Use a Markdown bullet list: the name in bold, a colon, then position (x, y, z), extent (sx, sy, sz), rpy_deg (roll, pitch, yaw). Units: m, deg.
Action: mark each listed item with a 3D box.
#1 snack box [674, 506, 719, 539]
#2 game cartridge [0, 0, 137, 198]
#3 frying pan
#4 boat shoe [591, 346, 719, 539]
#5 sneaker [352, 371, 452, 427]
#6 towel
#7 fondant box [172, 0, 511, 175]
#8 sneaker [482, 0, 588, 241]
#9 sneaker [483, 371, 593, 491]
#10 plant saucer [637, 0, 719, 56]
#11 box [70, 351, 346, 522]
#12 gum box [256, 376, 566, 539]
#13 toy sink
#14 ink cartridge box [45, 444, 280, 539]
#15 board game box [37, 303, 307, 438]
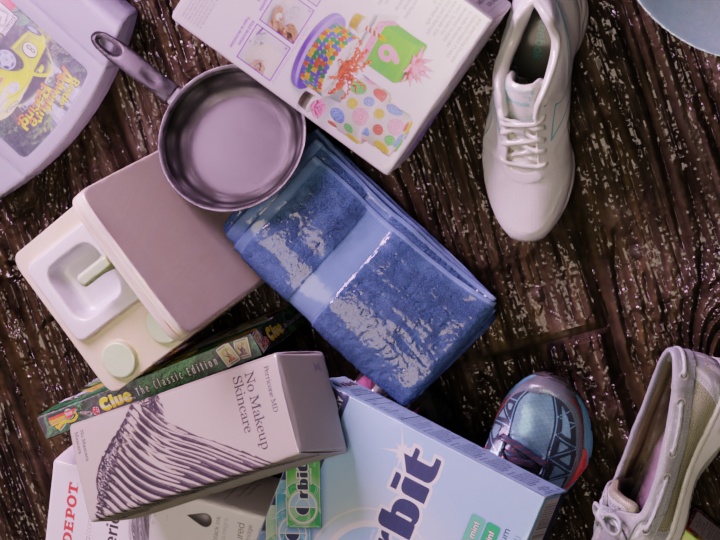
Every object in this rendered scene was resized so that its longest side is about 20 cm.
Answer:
- **snack box**: position (0.240, 0.299, 1.750), extent (0.142, 0.053, 0.200), rpy_deg (42, 114, 6)
- **game cartridge**: position (-0.267, -0.157, 1.812), extent (0.133, 0.041, 0.200), rpy_deg (39, 114, 1)
- **frying pan**: position (-0.129, -0.106, 1.734), extent (0.190, 0.031, 0.115), rpy_deg (13, 79, 18)
- **boat shoe**: position (0.210, 0.148, 1.698), extent (0.065, 0.074, 0.202), rpy_deg (18, 110, -23)
- **sneaker**: position (0.011, 0.172, 1.783), extent (0.086, 0.080, 0.200), rpy_deg (22, 112, 10)
- **towel**: position (0.000, 0.000, 1.735), extent (0.200, 0.049, 0.112), rpy_deg (43, 87, 3)
- **fondant box**: position (-0.015, -0.187, 1.665), extent (0.200, 0.058, 0.144), rpy_deg (37, 115, 5)
- **sneaker**: position (0.118, -0.114, 1.665), extent (0.070, 0.080, 0.201), rpy_deg (8, 109, 15)
- **sneaker**: position (0.113, 0.173, 1.736), extent (0.079, 0.096, 0.200), rpy_deg (25, 111, 11)
- **plant saucer**: position (0.273, -0.246, 1.595), extent (0.201, 0.039, 0.201), rpy_deg (5, 106, 18)
- **box**: position (-0.115, 0.125, 1.718), extent (0.200, 0.068, 0.082), rpy_deg (-22, 77, 29)
- **gum box**: position (0.029, 0.196, 1.701), extent (0.200, 0.045, 0.170), rpy_deg (27, 102, 25)
- **toy sink**: position (-0.168, 0.001, 1.731), extent (0.112, 0.200, 0.130), rpy_deg (-37, 92, 24)
- **ink cartridge box**: position (-0.150, 0.226, 1.849), extent (0.200, 0.084, 0.146), rpy_deg (13, 108, 15)
- **board game box**: position (-0.145, 0.076, 1.796), extent (0.200, 0.105, 0.023), rpy_deg (-22, 98, 22)
